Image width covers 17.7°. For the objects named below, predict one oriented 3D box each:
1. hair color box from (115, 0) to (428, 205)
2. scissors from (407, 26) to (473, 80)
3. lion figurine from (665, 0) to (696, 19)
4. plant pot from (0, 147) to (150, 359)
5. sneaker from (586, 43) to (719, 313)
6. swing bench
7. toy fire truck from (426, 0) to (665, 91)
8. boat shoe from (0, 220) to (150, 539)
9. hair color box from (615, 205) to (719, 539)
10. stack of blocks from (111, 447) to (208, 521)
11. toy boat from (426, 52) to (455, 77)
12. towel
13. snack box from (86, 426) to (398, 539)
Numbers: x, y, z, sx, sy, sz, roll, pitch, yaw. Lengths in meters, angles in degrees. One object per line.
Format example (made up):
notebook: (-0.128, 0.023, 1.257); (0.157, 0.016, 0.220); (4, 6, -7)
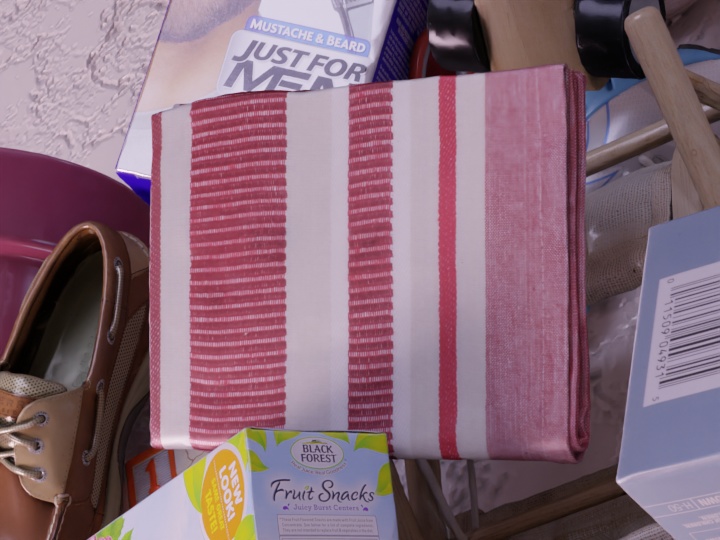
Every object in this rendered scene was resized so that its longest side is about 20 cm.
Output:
hair color box: (-0.028, -0.119, 1.066); (0.108, 0.065, 0.202); (13, 77, 18)
scissors: (0.052, -0.145, 1.065); (0.014, 0.073, 0.202); (166, 101, -73)
lion figurine: (0.148, -0.148, 1.107); (0.198, 0.073, 0.123); (-17, 35, 14)
plant pot: (-0.197, 0.060, 1.162); (0.199, 0.199, 0.180); (-18, 61, 34)
sneaker: (0.100, -0.022, 1.037); (0.199, 0.075, 0.087); (-34, 55, 18)
swing bench: (0.085, 0.034, 0.920); (0.198, 0.129, 0.202); (-23, 73, 27)
toy fire truck: (0.113, -0.197, 1.002); (0.128, 0.177, 0.200); (4, 38, 30)
boat shoe: (-0.144, 0.069, 1.039); (0.075, 0.074, 0.201); (5, 66, 29)
hair color box: (0.164, 0.073, 0.754); (0.060, 0.200, 0.100); (-17, 45, 35)
stack of blocks: (-0.095, 0.151, 1.050); (0.199, 0.058, 0.116); (-31, 48, 22)
toy boat: (0.003, -0.141, 1.191); (0.130, 0.131, 0.200); (-38, 36, -3)
towel: (0.000, 0.000, 0.891); (0.199, 0.023, 0.145); (-2, 86, 35)
snack box: (-0.043, 0.179, 0.874); (0.168, 0.067, 0.202); (-36, 57, 53)
